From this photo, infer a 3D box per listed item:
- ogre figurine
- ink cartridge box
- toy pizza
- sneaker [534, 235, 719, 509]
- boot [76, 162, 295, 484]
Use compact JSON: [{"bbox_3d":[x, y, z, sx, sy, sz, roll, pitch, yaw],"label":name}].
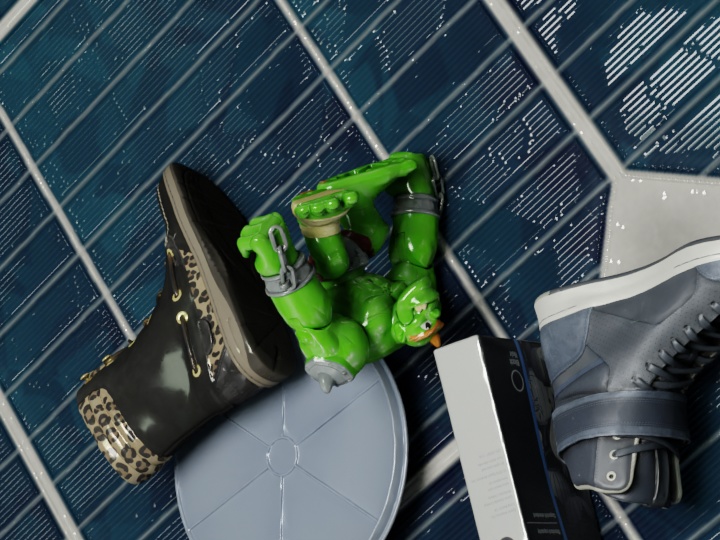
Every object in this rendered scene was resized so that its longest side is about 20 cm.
[{"bbox_3d":[0.000,0.000,1.581,0.098,0.200,0.120,-12,100,15],"label":"ogre figurine"},{"bbox_3d":[0.106,0.141,1.537,0.039,0.099,0.200,-20,75,30],"label":"ink cartridge box"},{"bbox_3d":[-0.044,0.127,1.678,0.200,0.032,0.201,-8,76,36],"label":"toy pizza"},{"bbox_3d":[0.197,0.064,1.487,0.202,0.077,0.146,-22,62,41],"label":"sneaker"},{"bbox_3d":[-0.133,0.036,1.707,0.151,0.073,0.200,-42,52,22],"label":"boot"}]
